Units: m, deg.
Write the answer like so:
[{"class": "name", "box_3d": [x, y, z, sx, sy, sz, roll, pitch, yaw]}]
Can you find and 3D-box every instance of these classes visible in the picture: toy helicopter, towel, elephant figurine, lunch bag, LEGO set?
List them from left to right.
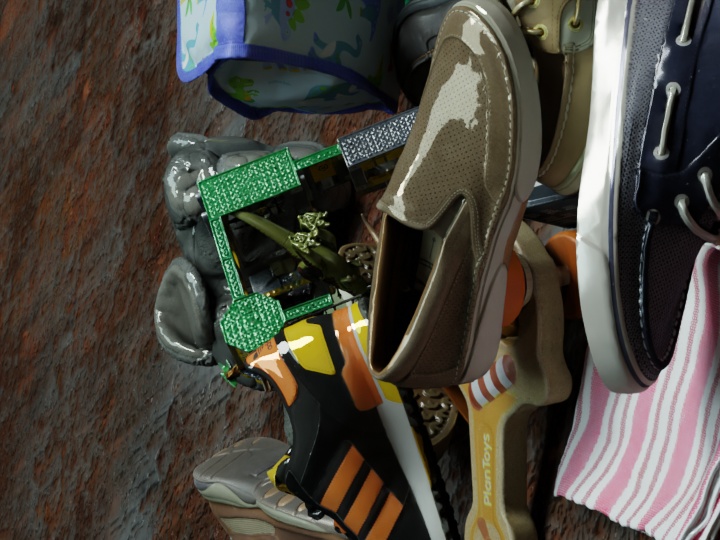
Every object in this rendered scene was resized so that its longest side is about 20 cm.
[{"class": "elephant figurine", "box_3d": [-0.077, 0.016, 1.945, 0.155, 0.140, 0.202, -40, -50, -74]}, {"class": "lunch bag", "box_3d": [-0.048, -0.189, 1.725, 0.200, 0.126, 0.172, 28, -119, -75]}, {"class": "LEGO set", "box_3d": [0.000, 0.000, 1.678, 0.154, 0.199, 0.116, 60, 176, 33]}, {"class": "toy helicopter", "box_3d": [0.066, 0.068, 1.550, 0.132, 0.078, 0.202, 8, 101, 54]}, {"class": "towel", "box_3d": [0.145, 0.056, 1.410, 0.200, 0.030, 0.147, -161, 84, -71]}]

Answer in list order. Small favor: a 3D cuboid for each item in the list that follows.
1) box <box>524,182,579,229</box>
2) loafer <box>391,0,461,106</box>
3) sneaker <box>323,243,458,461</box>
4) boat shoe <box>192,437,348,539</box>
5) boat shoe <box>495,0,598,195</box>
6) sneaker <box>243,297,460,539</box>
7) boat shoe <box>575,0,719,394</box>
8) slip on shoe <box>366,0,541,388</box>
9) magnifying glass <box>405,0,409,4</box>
[{"class": "box", "box_3d": [0.141, -0.111, 1.489, 0.200, 0.046, 0.160, 167, 113, -69]}, {"class": "loafer", "box_3d": [0.066, -0.130, 1.681, 0.200, 0.072, 0.073, 126, 142, -66]}, {"class": "sneaker", "box_3d": [0.012, 0.075, 1.738, 0.201, 0.067, 0.090, -103, 24, -53]}, {"class": "boat shoe", "box_3d": [-0.035, 0.156, 1.830, 0.200, 0.075, 0.072, 14, 126, 63]}, {"class": "boat shoe", "box_3d": [0.100, -0.140, 1.449, 0.074, 0.066, 0.202, 178, 101, -69]}, {"class": "sneaker", "box_3d": [-0.002, 0.120, 1.596, 0.070, 0.089, 0.201, -79, -28, -79]}, {"class": "boat shoe", "box_3d": [0.156, -0.044, 1.336, 0.092, 0.075, 0.202, -3, 79, 26]}, {"class": "slip on shoe", "box_3d": [0.040, -0.036, 1.447, 0.076, 0.060, 0.201, 35, 124, 48]}, {"class": "magnifying glass", "box_3d": [0.043, -0.165, 1.849, 0.080, 0.022, 0.201, 121, 155, -44]}]
